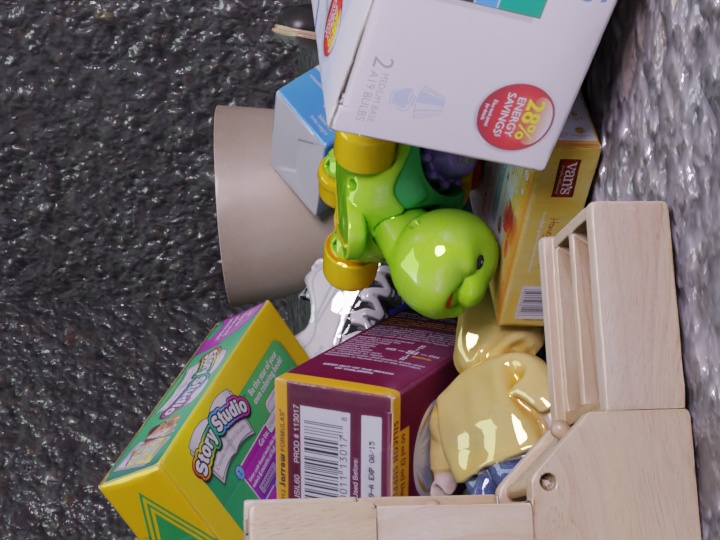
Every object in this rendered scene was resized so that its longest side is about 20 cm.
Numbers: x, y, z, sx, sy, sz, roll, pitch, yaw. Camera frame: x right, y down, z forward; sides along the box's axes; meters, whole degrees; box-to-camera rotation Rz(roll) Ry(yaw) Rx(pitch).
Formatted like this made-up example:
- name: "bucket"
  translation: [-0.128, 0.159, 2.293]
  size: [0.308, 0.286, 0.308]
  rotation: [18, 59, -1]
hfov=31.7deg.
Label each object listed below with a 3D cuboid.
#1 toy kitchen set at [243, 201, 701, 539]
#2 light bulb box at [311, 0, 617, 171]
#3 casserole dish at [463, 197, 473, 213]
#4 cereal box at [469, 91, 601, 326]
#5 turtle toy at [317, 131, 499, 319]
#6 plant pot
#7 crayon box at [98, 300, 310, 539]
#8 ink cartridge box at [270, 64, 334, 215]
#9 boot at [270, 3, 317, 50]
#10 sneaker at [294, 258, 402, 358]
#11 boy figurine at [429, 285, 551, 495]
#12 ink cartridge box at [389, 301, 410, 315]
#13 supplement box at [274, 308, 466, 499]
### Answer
- name: "toy kitchen set"
  translation: [0.040, 0.074, 0.637]
  size: [0.163, 0.200, 0.181]
  rotation: [119, 150, -75]
- name: "light bulb box"
  translation: [0.057, -0.195, 0.679]
  size: [0.200, 0.125, 0.198]
  rotation: [-98, 22, -51]
- name: "casserole dish"
  translation: [0.077, -0.065, 1.017]
  size: [0.200, 0.039, 0.121]
  rotation: [139, 130, -82]
- name: "cereal box"
  translation: [0.100, -0.083, 0.808]
  size: [0.200, 0.039, 0.144]
  rotation: [-98, 11, -48]
- name: "turtle toy"
  translation: [0.029, -0.053, 0.802]
  size: [0.146, 0.101, 0.200]
  rotation: [98, 170, -48]
- name: "plant pot"
  translation: [-0.027, -0.067, 1.175]
  size: [0.187, 0.200, 0.188]
  rotation: [176, 90, -88]
- name: "crayon box"
  translation: [-0.069, 0.145, 0.874]
  size: [0.173, 0.058, 0.200]
  rotation: [55, -151, -16]
- name: "ink cartridge box"
  translation: [0.024, -0.146, 1.065]
  size: [0.067, 0.200, 0.116]
  rotation: [49, 159, 17]
- name: "boot"
  translation: [0.004, -0.262, 1.077]
  size: [0.200, 0.077, 0.139]
  rotation: [-23, -54, -49]
- name: "sneaker"
  translation: [0.000, 0.000, 0.983]
  size: [0.075, 0.081, 0.200]
  rotation: [62, -133, -63]
- name: "boy figurine"
  translation: [0.086, 0.102, 0.782]
  size: [0.124, 0.064, 0.200]
  rotation: [-41, 39, 37]
- name: "ink cartridge box"
  translation: [0.016, 0.086, 1.125]
  size: [0.196, 0.043, 0.200]
  rotation: [-61, -13, -56]
- name: "supplement box"
  translation: [0.026, 0.104, 0.874]
  size: [0.200, 0.086, 0.111]
  rotation: [-24, -62, -61]
